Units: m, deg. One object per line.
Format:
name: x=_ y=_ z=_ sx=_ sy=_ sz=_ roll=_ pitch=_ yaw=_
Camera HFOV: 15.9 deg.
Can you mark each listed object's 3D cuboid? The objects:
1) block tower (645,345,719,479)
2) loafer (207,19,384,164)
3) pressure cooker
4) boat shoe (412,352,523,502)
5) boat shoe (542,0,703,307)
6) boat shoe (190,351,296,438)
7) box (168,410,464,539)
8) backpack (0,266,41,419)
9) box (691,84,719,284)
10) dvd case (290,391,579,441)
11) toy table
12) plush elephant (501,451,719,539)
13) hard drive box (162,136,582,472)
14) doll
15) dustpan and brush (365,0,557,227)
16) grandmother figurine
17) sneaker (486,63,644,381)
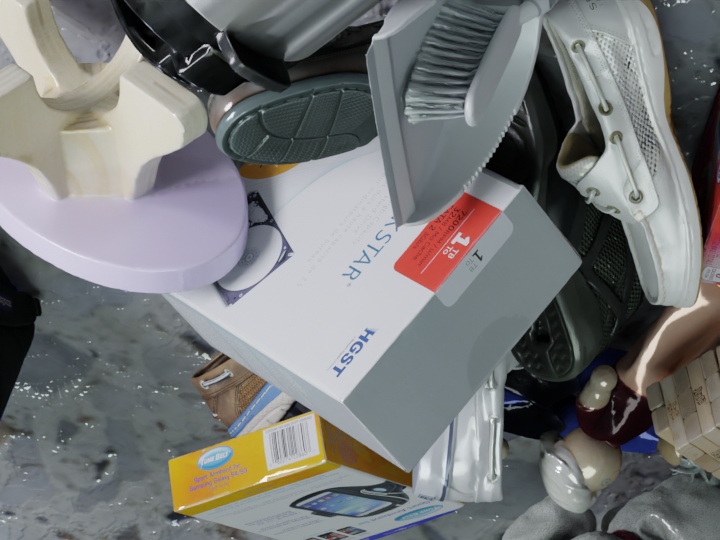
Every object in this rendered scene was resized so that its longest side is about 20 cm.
block tower: x=0.262 y=0.051 z=1.472 sx=0.200 sy=0.054 sz=0.058 roll=-35 pitch=133 yaw=28
loafer: x=-0.002 y=-0.107 z=1.410 sx=0.200 sy=0.063 sz=0.072 roll=-12 pitch=150 yaw=-31
pressure cooker: x=-0.054 y=-0.196 z=1.298 sx=0.200 sy=0.176 sz=0.179 roll=-35 pitch=103 yaw=25
boat shoe: x=0.074 y=0.044 z=1.570 sx=0.065 sy=0.074 sz=0.201 roll=7 pitch=102 yaw=-3
boat shoe: x=0.142 y=-0.066 z=1.452 sx=0.069 sy=0.071 sz=0.200 roll=-19 pitch=109 yaw=-11
boat shoe: x=-0.045 y=0.033 z=1.621 sx=0.072 sy=0.072 sz=0.200 roll=37 pitch=123 yaw=-2
box: x=-0.021 y=0.142 z=1.693 sx=0.119 sy=0.042 sz=0.200 roll=-20 pitch=158 yaw=26
backpack: x=-0.321 y=0.030 z=1.592 sx=0.167 sy=0.163 sz=0.200 roll=-8 pitch=136 yaw=20
box: x=0.255 y=-0.084 z=1.440 sx=0.099 sy=0.096 sz=0.200 roll=8 pitch=137 yaw=-3
dvd case: x=0.048 y=0.071 z=1.690 sx=0.200 sy=0.016 sz=0.149 roll=-25 pitch=128 yaw=30
toy table: x=-0.147 y=-0.088 z=1.446 sx=0.200 sy=0.184 sz=0.117 roll=25 pitch=141 yaw=24
plush elephant: x=0.187 y=0.211 z=1.707 sx=0.155 sy=0.165 sz=0.200 roll=-29 pitch=121 yaw=-20
hard drive box: x=0.000 y=0.000 z=1.451 sx=0.200 sy=0.156 sz=0.077 roll=28 pitch=165 yaw=47
doll: x=0.112 y=0.070 z=1.634 sx=0.199 sy=0.049 sz=0.137 roll=8 pitch=123 yaw=-7
dustpan and brush: x=0.074 y=-0.129 z=1.358 sx=0.057 sy=0.200 sz=0.140 roll=13 pitch=141 yaw=21
grandmother figurine: x=0.171 y=0.068 z=1.559 sx=0.121 sy=0.061 sz=0.200 roll=3 pitch=129 yaw=-47
sneaker: x=0.117 y=-0.046 z=1.523 sx=0.076 sy=0.114 sz=0.200 roll=-7 pitch=107 yaw=41
